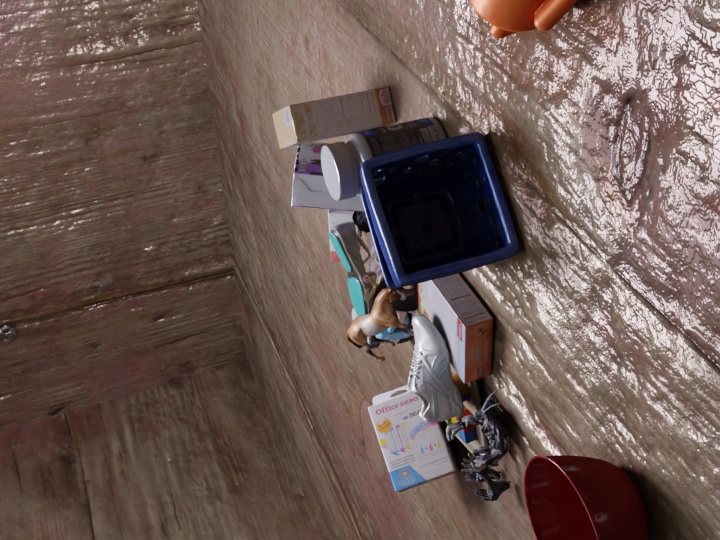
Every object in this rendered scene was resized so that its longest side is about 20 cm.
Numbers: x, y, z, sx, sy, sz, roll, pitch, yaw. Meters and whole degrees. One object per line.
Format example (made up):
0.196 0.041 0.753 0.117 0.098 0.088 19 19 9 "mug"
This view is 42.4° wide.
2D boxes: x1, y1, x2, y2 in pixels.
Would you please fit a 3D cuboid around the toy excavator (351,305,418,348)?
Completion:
0.071 0.087 1.921 0.200 0.099 0.195 107 146 -45 "toy excavator"

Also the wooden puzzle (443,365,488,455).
0.175 0.235 1.757 0.185 0.046 0.201 -136 36 -62 "wooden puzzle"

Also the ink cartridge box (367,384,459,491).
0.103 0.330 1.876 0.125 0.128 0.201 52 -162 -74 "ink cartridge box"

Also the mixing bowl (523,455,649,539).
0.316 0.331 1.250 0.200 0.108 0.201 165 90 -75 "mixing bowl"

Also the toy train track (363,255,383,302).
0.053 -0.035 1.746 0.201 0.032 0.115 -60 -2 9 "toy train track"

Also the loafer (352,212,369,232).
0.015 -0.119 1.889 0.068 0.070 0.201 63 -176 -13 "loafer"

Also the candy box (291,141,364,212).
-0.046 -0.186 1.816 0.200 0.167 0.072 -93 8 -65 "candy box"

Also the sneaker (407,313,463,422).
0.120 0.176 1.646 0.070 0.080 0.201 -172 64 -79 "sneaker"

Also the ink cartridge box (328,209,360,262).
-0.030 -0.124 2.015 0.200 0.067 0.117 89 -175 -52 "ink cartridge box"

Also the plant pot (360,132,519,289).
0.110 -0.080 1.454 0.180 0.199 0.201 126 128 -79 "plant pot"

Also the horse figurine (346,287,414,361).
0.037 0.110 1.786 0.200 0.132 0.050 -31 34 41 "horse figurine"

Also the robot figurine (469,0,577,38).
0.192 -0.356 1.068 0.200 0.116 0.144 107 173 -63 "robot figurine"

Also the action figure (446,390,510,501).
0.208 0.304 1.611 0.119 0.102 0.201 -109 11 -60 "action figure"

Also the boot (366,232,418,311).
0.067 -0.015 1.849 0.186 0.064 0.201 -20 58 50 "boot"

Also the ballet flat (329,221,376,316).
0.000 0.000 1.814 0.067 0.063 0.201 5 117 65 "ballet flat"

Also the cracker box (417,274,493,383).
0.165 0.082 1.640 0.200 0.057 0.134 -121 21 -48 "cracker box"

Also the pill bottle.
0.041 -0.185 1.570 0.114 0.199 0.114 166 90 -74 "pill bottle"

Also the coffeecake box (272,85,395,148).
-0.053 -0.295 1.797 0.153 0.199 0.073 -173 70 -72 "coffeecake box"
